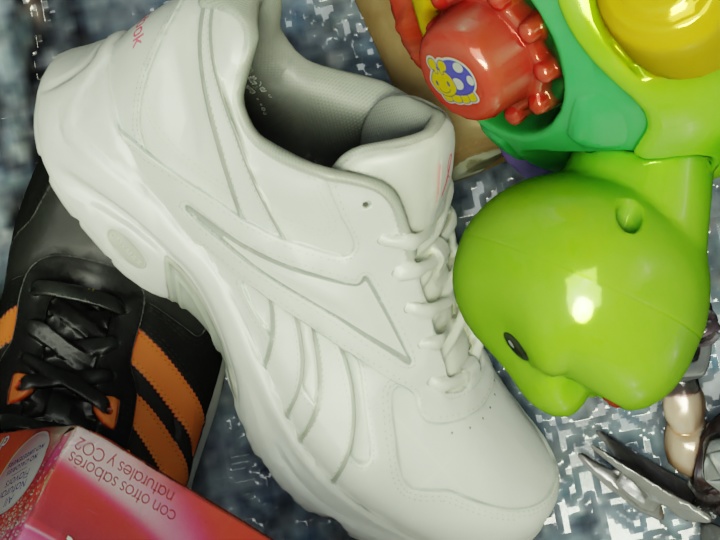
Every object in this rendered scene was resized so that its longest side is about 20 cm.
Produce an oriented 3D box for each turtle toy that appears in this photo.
[{"bbox_3d":[0.061,-0.062,0.759,0.101,0.146,0.201,-15,73,15],"label":"turtle toy"}]

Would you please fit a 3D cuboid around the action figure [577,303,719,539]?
[{"bbox_3d":[0.143,0.021,0.840,0.130,0.069,0.201,25,95,-5],"label":"action figure"}]

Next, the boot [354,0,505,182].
[{"bbox_3d":[-0.011,-0.117,0.854,0.175,0.066,0.201,-27,89,3],"label":"boot"}]

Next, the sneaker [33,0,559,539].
[{"bbox_3d":[0.000,0.000,0.815,0.099,0.078,0.200,-32,109,33],"label":"sneaker"}]

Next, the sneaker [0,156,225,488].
[{"bbox_3d":[-0.082,0.051,0.842,0.070,0.090,0.201,9,90,4],"label":"sneaker"}]

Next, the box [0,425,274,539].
[{"bbox_3d":[-0.033,0.129,0.752,0.200,0.100,0.096,33,71,-22],"label":"box"}]
